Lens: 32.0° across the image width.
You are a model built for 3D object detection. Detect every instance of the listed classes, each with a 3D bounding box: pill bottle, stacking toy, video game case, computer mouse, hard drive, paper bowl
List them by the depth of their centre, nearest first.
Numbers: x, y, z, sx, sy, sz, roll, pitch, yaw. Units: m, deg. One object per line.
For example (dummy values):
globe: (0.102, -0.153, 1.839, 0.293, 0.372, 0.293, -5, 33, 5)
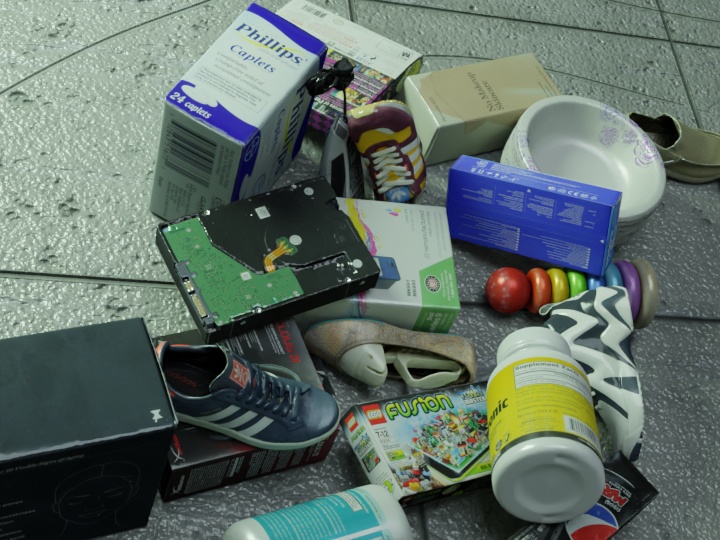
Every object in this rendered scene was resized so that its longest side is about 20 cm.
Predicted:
pill bottle: (-0.056, 0.276, 1.174, 0.200, 0.111, 0.111, -10, 59, -25)
pill bottle: (0.186, 0.152, 1.293, 0.111, 0.111, 0.200, 15, 36, -8)
hard drive: (-0.097, -0.014, 1.315, 0.200, 0.038, 0.140, -19, 62, -25)
computer mouse: (-0.029, -0.144, 1.457, 0.044, 0.200, 0.110, 2, 24, 15)
stacking toy: (0.245, 0.028, 1.485, 0.200, 0.085, 0.085, 0, 55, -11)
paper bowl: (0.272, -0.114, 1.574, 0.200, 0.104, 0.201, 9, 53, -12)
video game case: (-0.051, -0.257, 1.587, 0.200, 0.036, 0.181, 27, 50, 17)

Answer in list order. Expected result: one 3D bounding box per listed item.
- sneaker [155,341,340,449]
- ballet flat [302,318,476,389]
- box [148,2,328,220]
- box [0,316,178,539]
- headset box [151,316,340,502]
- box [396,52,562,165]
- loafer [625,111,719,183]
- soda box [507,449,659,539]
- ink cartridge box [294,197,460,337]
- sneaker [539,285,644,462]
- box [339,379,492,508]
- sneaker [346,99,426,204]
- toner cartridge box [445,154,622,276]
sneaker: (-0.111, 0.114, 1.192, 0.200, 0.085, 0.075, 11, 53, -11)
ballet flat: (0.037, 0.095, 1.362, 0.200, 0.068, 0.067, 4, 45, -15)
box: (-0.138, -0.163, 1.417, 0.105, 0.184, 0.200, 28, 52, 6)
box: (-0.286, 0.157, 1.127, 0.200, 0.197, 0.124, -9, 59, -25)
headset box: (-0.125, 0.132, 1.277, 0.200, 0.077, 0.149, -11, 60, -24)
box: (0.151, -0.209, 1.617, 0.200, 0.078, 0.095, -16, 62, -28)
loafer: (0.422, -0.169, 1.687, 0.200, 0.068, 0.076, 3, 55, -17)
soda box: (0.216, 0.270, 1.296, 0.200, 0.071, 0.063, -30, 69, -33)
ink cartridge box: (0.000, 0.000, 1.409, 0.200, 0.088, 0.146, 4, 54, -12)
sneaker: (0.249, 0.121, 1.421, 0.129, 0.079, 0.200, -7, 85, 11)
box: (0.082, 0.179, 1.306, 0.200, 0.035, 0.110, -6, 56, -42)
sneaker: (0.038, -0.127, 1.453, 0.075, 0.200, 0.090, -12, 72, 15)
toner cartridge box: (0.200, -0.066, 1.475, 0.200, 0.095, 0.043, 16, 35, 20)
